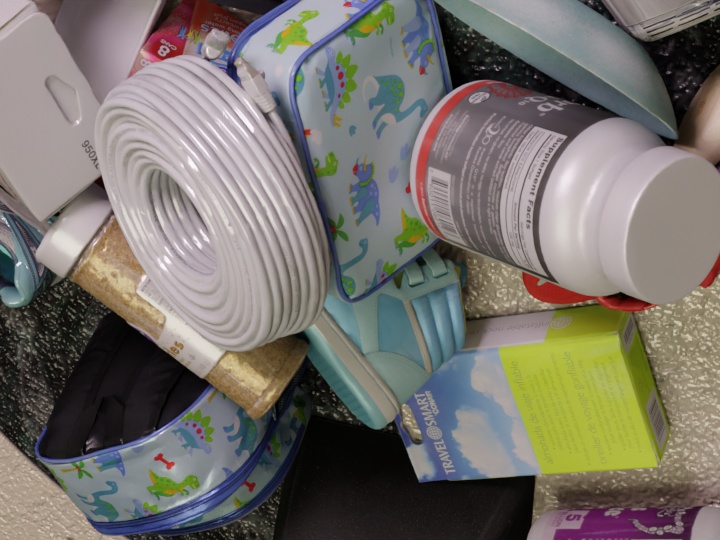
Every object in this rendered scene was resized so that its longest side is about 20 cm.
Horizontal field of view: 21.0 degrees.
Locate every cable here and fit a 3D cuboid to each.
[{"bbox_3d":[-0.097,-0.041,1.266,0.201,0.069,0.200,62,153,-5],"label":"cable"}]

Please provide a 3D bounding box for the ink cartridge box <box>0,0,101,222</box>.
[{"bbox_3d":[-0.267,-0.143,1.348,0.200,0.084,0.145,36,162,45],"label":"ink cartridge box"}]

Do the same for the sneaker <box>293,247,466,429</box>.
[{"bbox_3d":[0.000,0.000,1.418,0.201,0.130,0.079,55,169,-7],"label":"sneaker"}]

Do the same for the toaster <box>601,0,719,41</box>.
[{"bbox_3d":[0.192,-0.226,1.164,0.199,0.114,0.130,-23,115,33],"label":"toaster"}]

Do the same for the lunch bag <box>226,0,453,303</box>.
[{"bbox_3d":[-0.003,-0.093,1.312,0.082,0.161,0.202,18,135,40],"label":"lunch bag"}]

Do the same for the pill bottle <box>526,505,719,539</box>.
[{"bbox_3d":[0.232,0.236,1.475,0.198,0.113,0.113,-4,122,24],"label":"pill bottle"}]

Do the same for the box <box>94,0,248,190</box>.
[{"bbox_3d":[-0.133,-0.085,1.410,0.099,0.096,0.201,32,130,0],"label":"box"}]

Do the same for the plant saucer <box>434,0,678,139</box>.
[{"bbox_3d":[0.123,-0.150,1.226,0.200,0.201,0.039,30,93,0],"label":"plant saucer"}]

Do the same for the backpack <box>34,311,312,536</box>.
[{"bbox_3d":[-0.137,0.117,1.488,0.182,0.201,0.148,-16,116,30],"label":"backpack"}]

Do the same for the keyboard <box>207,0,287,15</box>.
[{"bbox_3d":[-0.108,-0.240,1.263,0.198,0.021,0.128,10,114,-34],"label":"keyboard"}]

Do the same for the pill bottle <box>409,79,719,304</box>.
[{"bbox_3d":[0.134,-0.050,1.260,0.199,0.115,0.117,23,138,48],"label":"pill bottle"}]

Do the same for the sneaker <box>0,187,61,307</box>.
[{"bbox_3d":[-0.319,-0.047,1.522,0.199,0.087,0.078,34,129,-3],"label":"sneaker"}]

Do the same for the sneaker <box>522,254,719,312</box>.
[{"bbox_3d":[0.174,-0.007,1.331,0.077,0.085,0.199,50,144,-17],"label":"sneaker"}]

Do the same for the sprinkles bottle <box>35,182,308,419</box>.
[{"bbox_3d":[-0.133,0.021,1.379,0.199,0.068,0.068,37,129,-5],"label":"sprinkles bottle"}]

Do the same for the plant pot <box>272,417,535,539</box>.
[{"bbox_3d":[0.019,0.267,1.545,0.198,0.178,0.201,10,128,14],"label":"plant pot"}]

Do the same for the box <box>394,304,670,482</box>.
[{"bbox_3d":[0.121,0.095,1.463,0.198,0.048,0.123,-7,120,27],"label":"box"}]

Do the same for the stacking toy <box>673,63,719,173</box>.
[{"bbox_3d":[0.307,-0.058,1.264,0.199,0.086,0.086,27,130,-7],"label":"stacking toy"}]

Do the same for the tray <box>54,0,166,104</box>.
[{"bbox_3d":[-0.178,-0.176,1.386,0.108,0.022,0.201,59,138,30],"label":"tray"}]
